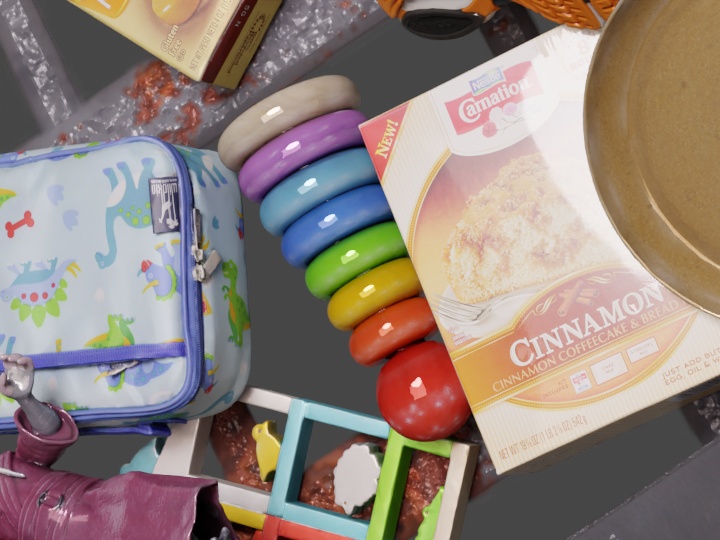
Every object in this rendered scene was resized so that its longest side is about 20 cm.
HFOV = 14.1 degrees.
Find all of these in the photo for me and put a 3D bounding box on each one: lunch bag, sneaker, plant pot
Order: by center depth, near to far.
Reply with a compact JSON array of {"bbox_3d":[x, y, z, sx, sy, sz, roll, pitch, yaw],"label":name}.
[{"bbox_3d":[0.205,-0.070,1.421,0.199,0.027,0.202,7,107,24],"label":"plant pot"},{"bbox_3d":[0.095,-0.178,1.495,0.199,0.076,0.092,2,56,38],"label":"sneaker"},{"bbox_3d":[-0.158,0.013,1.616,0.199,0.082,0.162,-4,86,28],"label":"lunch bag"}]

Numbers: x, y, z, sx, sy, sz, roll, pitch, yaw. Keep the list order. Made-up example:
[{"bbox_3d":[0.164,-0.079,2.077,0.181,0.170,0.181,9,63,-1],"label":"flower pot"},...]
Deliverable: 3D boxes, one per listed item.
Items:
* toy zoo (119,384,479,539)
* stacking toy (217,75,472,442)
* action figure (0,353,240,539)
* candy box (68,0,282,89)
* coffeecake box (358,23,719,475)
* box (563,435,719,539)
[{"bbox_3d":[-0.041,0.135,1.607,0.199,0.020,0.132,13,92,21],"label":"toy zoo"},{"bbox_3d":[0.000,0.000,1.564,0.085,0.085,0.201,-29,79,17],"label":"stacking toy"},{"bbox_3d":[-0.150,0.131,1.572,0.199,0.149,0.135,22,87,25],"label":"action figure"},{"bbox_3d":[-0.131,-0.200,1.638,0.199,0.055,0.116,32,99,19],"label":"candy box"},{"bbox_3d":[0.110,-0.015,1.529,0.153,0.073,0.201,-26,78,18],"label":"coffeecake box"},{"bbox_3d":[0.141,0.187,1.447,0.199,0.106,0.123,-31,74,-16],"label":"box"}]
